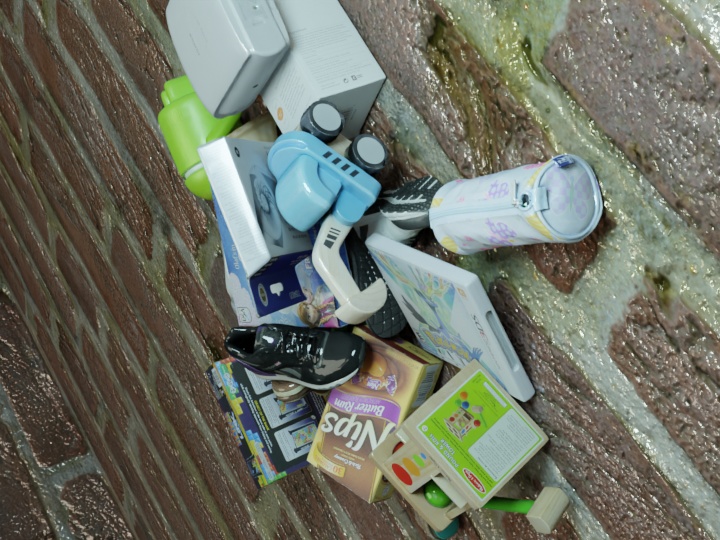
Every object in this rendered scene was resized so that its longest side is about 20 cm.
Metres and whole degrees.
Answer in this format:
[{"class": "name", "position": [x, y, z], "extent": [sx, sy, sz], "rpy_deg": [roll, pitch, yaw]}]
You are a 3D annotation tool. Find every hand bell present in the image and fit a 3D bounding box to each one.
[{"class": "hand bell", "position": [-0.110, -0.117, 1.626], "extent": [0.200, 0.104, 0.104], "rpy_deg": [58, 154, -6]}]

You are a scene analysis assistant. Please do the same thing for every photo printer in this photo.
[{"class": "photo printer", "position": [-0.168, -0.286, 1.390], "extent": [0.167, 0.069, 0.200], "rpy_deg": [65, 153, 7]}]

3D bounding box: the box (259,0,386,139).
[{"class": "box", "position": [-0.072, -0.265, 1.413], "extent": [0.200, 0.097, 0.124], "rpy_deg": [60, 152, 17]}]

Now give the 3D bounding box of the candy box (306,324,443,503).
[{"class": "candy box", "position": [0.017, 0.184, 1.488], "extent": [0.117, 0.056, 0.200], "rpy_deg": [28, 107, 32]}]

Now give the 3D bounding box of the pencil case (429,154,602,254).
[{"class": "pencil case", "position": [0.150, -0.061, 1.152], "extent": [0.200, 0.091, 0.083], "rpy_deg": [-6, 104, 63]}]

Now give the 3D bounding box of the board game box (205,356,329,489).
[{"class": "board game box", "position": [-0.119, 0.207, 1.753], "extent": [0.200, 0.165, 0.057], "rpy_deg": [66, 151, 8]}]

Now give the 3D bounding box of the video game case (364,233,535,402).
[{"class": "video game case", "position": [0.101, 0.052, 1.330], "extent": [0.200, 0.022, 0.182], "rpy_deg": [26, 151, 54]}]

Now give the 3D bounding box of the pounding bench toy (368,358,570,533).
[{"class": "pounding bench toy", "position": [0.133, 0.237, 1.344], "extent": [0.200, 0.124, 0.156], "rpy_deg": [47, 151, 7]}]

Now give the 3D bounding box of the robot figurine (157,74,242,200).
[{"class": "robot figurine", "position": [-0.230, -0.195, 1.734], "extent": [0.200, 0.116, 0.175], "rpy_deg": [67, 159, 5]}]

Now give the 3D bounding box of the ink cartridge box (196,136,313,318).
[{"class": "ink cartridge box", "position": [-0.107, -0.054, 1.335], "extent": [0.200, 0.041, 0.200], "rpy_deg": [-22, -87, -77]}]

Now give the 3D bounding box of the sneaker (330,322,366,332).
[{"class": "sneaker", "position": [0.003, 0.144, 1.585], "extent": [0.084, 0.077, 0.200], "rpy_deg": [-28, 80, 65]}]

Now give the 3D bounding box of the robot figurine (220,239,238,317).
[{"class": "robot figurine", "position": [-0.144, 0.002, 1.714], "extent": [0.170, 0.113, 0.200], "rpy_deg": [-120, 20, -64]}]

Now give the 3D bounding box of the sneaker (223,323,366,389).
[{"class": "sneaker", "position": [-0.089, 0.104, 1.462], "extent": [0.200, 0.088, 0.076], "rpy_deg": [-6, 63, 36]}]

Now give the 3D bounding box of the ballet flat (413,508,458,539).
[{"class": "ballet flat", "position": [0.078, 0.268, 1.545], "extent": [0.067, 0.068, 0.200], "rpy_deg": [16, 120, 66]}]

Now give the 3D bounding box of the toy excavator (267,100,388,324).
[{"class": "toy excavator", "position": [-0.036, -0.061, 1.309], "extent": [0.194, 0.200, 0.100], "rpy_deg": [35, 144, -11]}]

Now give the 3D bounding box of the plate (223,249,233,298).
[{"class": "plate", "position": [-0.129, -0.041, 1.574], "extent": [0.199, 0.032, 0.200], "rpy_deg": [9, 110, 41]}]

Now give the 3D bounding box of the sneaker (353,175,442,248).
[{"class": "sneaker", "position": [0.054, -0.059, 1.373], "extent": [0.080, 0.074, 0.200], "rpy_deg": [57, 159, -13]}]

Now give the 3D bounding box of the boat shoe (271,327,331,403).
[{"class": "boat shoe", "position": [-0.056, 0.140, 1.596], "extent": [0.075, 0.202, 0.075], "rpy_deg": [-12, 108, 27]}]

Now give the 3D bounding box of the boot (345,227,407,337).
[{"class": "boot", "position": [0.000, 0.000, 1.514], "extent": [0.132, 0.070, 0.200], "rpy_deg": [144, 115, -65]}]

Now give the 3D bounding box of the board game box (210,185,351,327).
[{"class": "board game box", "position": [-0.102, -0.027, 1.499], "extent": [0.199, 0.043, 0.200], "rpy_deg": [-2, 102, 46]}]
